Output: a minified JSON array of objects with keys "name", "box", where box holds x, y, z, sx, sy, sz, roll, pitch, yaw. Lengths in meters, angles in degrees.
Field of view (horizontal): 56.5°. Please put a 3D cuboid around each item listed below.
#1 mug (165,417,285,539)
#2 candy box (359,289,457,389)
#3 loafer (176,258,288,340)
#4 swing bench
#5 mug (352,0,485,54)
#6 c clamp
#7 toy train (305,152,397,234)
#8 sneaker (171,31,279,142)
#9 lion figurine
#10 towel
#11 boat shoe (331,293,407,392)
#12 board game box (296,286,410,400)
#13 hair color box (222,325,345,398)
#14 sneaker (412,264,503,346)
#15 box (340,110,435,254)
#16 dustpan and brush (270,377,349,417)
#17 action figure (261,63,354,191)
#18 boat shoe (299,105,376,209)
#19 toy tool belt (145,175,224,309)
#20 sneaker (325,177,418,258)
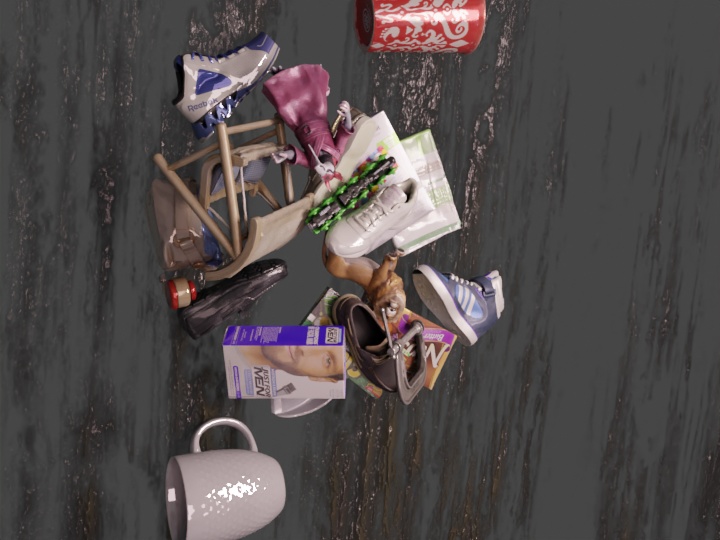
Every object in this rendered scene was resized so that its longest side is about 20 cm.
[{"name":"mug","box":[-0.225,0.348,1.121,0.174,0.148,0.202,-1,68,-29]},{"name":"candy box","box":[0.072,0.130,1.258,0.199,0.056,0.118,29,85,-22]},{"name":"loafer","box":[-0.207,0.045,1.117,0.199,0.068,0.071,-29,116,-12]},{"name":"swing bench","box":[-0.170,-0.114,1.009,0.129,0.199,0.202,-19,100,24]},{"name":"mug","box":[0.089,-0.451,1.163,0.198,0.178,0.134,-10,138,-18]},{"name":"c clamp","box":[0.085,0.138,1.156,0.027,0.200,0.173,-7,91,20]},{"name":"toy train","box":[-0.016,-0.126,1.105,0.200,0.056,0.042,-41,95,-23]},{"name":"sneaker","box":[-0.225,-0.312,1.045,0.115,0.080,0.200,42,82,-26]},{"name":"lion figurine","box":[0.000,0.000,1.166,0.199,0.072,0.123,31,118,10]},{"name":"towel","box":[0.102,-0.144,1.246,0.148,0.031,0.202,-26,107,-20]},{"name":"boat shoe","box":[0.019,0.132,1.142,0.074,0.073,0.201,-39,106,-12]},{"name":"board game box","box":[-0.014,0.130,1.181,0.200,0.023,0.105,40,84,-18]},{"name":"hair color box","box":[-0.123,0.153,1.114,0.197,0.065,0.110,-1,118,-1]},{"name":"sneaker","box":[0.201,0.031,1.296,0.146,0.080,0.201,-45,109,-21]},{"name":"box","box":[0.020,-0.155,1.184,0.155,0.041,0.201,-32,105,-7]},{"name":"dustpan and brush","box":[-0.061,0.186,1.204,0.198,0.057,0.141,-7,100,-24]},{"name":"action figure","box":[-0.080,-0.212,1.028,0.133,0.149,0.202,-20,84,-3]},{"name":"boat shoe","box":[-0.049,-0.175,1.111,0.203,0.060,0.072,-58,157,14]},{"name":"toy tool belt","box":[-0.255,-0.048,1.044,0.122,0.125,0.202,-11,84,-27]},{"name":"sneaker","box":[0.020,-0.094,1.095,0.075,0.100,0.199,44,54,15]}]
